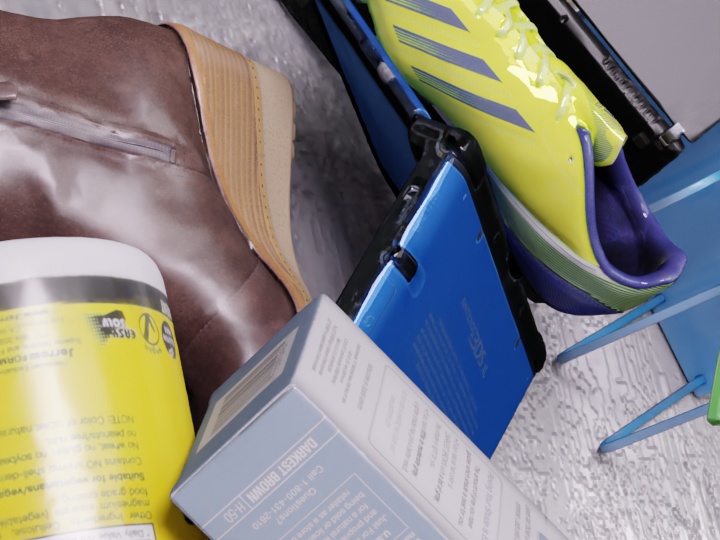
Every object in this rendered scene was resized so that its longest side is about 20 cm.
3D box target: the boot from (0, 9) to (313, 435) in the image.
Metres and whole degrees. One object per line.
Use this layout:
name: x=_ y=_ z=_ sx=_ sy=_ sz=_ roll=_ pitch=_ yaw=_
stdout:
boot: x=-0.102 y=-0.006 z=0.899 sx=0.166 sy=0.072 sz=0.201 roll=9 pitch=67 yaw=-29

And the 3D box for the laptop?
laptop: x=0.092 y=-0.126 z=1.024 sx=0.177 sy=0.200 sz=0.103 roll=51 pitch=46 yaw=3

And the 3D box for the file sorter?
file sorter: x=0.144 y=-0.034 z=1.109 sx=0.123 sy=0.139 sz=0.201 roll=-25 pitch=89 yaw=-48

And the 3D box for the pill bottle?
pill bottle: x=-0.104 y=0.099 z=0.784 sx=0.112 sy=0.112 sz=0.201 roll=5 pitch=67 yaw=-46

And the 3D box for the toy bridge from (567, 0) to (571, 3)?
toy bridge: x=0.108 y=-0.149 z=1.217 sx=0.067 sy=0.027 sz=0.200 roll=-37 pitch=98 yaw=-49

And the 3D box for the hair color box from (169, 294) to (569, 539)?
hair color box: x=0.032 y=0.109 z=0.786 sx=0.200 sy=0.061 sz=0.099 roll=45 pitch=15 yaw=-8

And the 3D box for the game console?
game console: x=0.000 y=0.000 z=0.949 sx=0.171 sy=0.118 sz=0.200 roll=-59 pitch=155 yaw=-18

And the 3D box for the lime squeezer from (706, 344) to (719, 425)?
lime squeezer: x=0.187 y=-0.013 z=1.030 sx=0.200 sy=0.038 sz=0.071 roll=-41 pitch=131 yaw=-43

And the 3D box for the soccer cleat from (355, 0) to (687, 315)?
soccer cleat: x=0.069 y=-0.070 z=0.952 sx=0.065 sy=0.084 sz=0.201 roll=-45 pitch=113 yaw=-37
